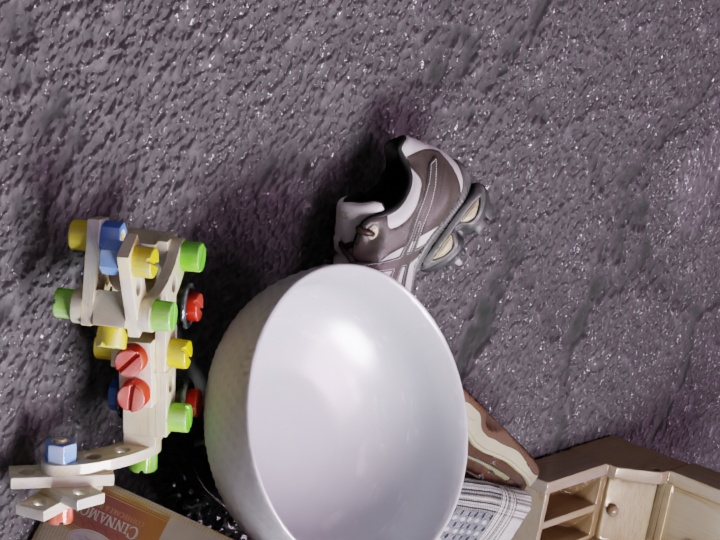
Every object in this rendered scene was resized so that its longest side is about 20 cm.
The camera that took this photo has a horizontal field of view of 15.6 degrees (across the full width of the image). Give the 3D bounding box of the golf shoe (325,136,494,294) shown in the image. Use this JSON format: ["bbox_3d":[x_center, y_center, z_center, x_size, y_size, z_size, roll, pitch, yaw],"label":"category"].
[{"bbox_3d":[0.000,0.000,1.771,0.094,0.078,0.200,42,73,-31],"label":"golf shoe"}]

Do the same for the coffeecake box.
[{"bbox_3d":[-0.094,0.207,1.658,0.073,0.153,0.200,-64,148,-9],"label":"coffeecake box"}]

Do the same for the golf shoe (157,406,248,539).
[{"bbox_3d":[-0.068,0.137,1.752,0.078,0.095,0.200,-38,127,16],"label":"golf shoe"}]

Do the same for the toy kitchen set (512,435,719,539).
[{"bbox_3d":[0.233,0.254,2.144,0.180,0.199,0.164,-10,114,-55],"label":"toy kitchen set"}]

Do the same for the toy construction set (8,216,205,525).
[{"bbox_3d":[-0.142,0.058,1.561,0.131,0.092,0.201,-55,163,-70],"label":"toy construction set"}]

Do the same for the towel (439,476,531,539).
[{"bbox_3d":[0.028,0.234,1.924,0.200,0.035,0.192,-54,150,10],"label":"towel"}]

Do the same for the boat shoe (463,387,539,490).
[{"bbox_3d":[0.066,0.130,1.957,0.075,0.075,0.202,-46,144,-2],"label":"boat shoe"}]

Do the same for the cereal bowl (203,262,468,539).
[{"bbox_3d":[-0.027,0.099,1.664,0.200,0.083,0.201,13,72,-45],"label":"cereal bowl"}]
